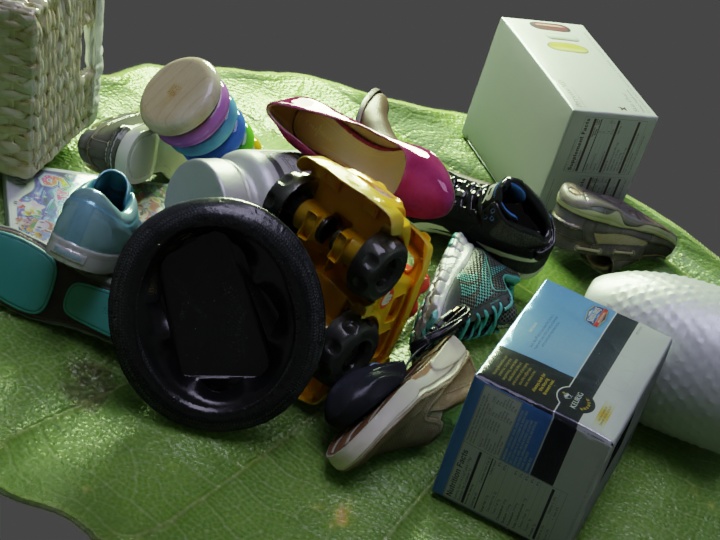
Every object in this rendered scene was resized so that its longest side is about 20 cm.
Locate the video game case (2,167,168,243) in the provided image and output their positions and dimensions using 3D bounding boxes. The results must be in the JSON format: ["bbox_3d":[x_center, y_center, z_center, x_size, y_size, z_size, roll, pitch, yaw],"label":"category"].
[{"bbox_3d":[-0.239,-0.047,1.777,0.199,0.018,0.144,7,34,-18],"label":"video game case"}]

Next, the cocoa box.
[{"bbox_3d":[0.168,0.123,1.617,0.131,0.134,0.200,25,32,12],"label":"cocoa box"}]

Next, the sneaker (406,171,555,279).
[{"bbox_3d":[0.109,-0.075,1.867,0.199,0.112,0.073,28,66,4],"label":"sneaker"}]

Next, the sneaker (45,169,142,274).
[{"bbox_3d":[-0.217,-0.048,1.647,0.074,0.082,0.200,26,8,0],"label":"sneaker"}]

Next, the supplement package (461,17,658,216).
[{"bbox_3d":[0.216,-0.162,2.063,0.110,0.156,0.200,1,36,-25],"label":"supplement package"}]

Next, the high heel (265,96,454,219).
[{"bbox_3d":[-0.001,-0.106,1.708,0.096,0.068,0.200,11,23,-46],"label":"high heel"}]

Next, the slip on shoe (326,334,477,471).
[{"bbox_3d":[0.044,0.127,1.620,0.061,0.076,0.200,53,37,-3],"label":"slip on shoe"}]

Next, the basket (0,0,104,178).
[{"bbox_3d":[-0.363,-0.215,1.790,0.199,0.199,0.161,14,34,8],"label":"basket"}]

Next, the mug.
[{"bbox_3d":[0.295,0.078,1.769,0.174,0.149,0.200,19,0,15],"label":"mug"}]

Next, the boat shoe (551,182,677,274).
[{"bbox_3d":[0.261,-0.037,1.979,0.199,0.074,0.074,17,15,-46],"label":"boat shoe"}]

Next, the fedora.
[{"bbox_3d":[-0.119,0.030,1.574,0.199,0.202,0.092,16,14,-5],"label":"fedora"}]

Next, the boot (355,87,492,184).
[{"bbox_3d":[0.080,-0.106,1.992,0.199,0.064,0.187,16,44,2],"label":"boot"}]

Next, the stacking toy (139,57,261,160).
[{"bbox_3d":[-0.132,-0.116,1.813,0.085,0.085,0.200,52,0,42],"label":"stacking toy"}]

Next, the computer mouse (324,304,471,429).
[{"bbox_3d":[0.032,0.076,1.632,0.034,0.059,0.200,53,45,-1],"label":"computer mouse"}]

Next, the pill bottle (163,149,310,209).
[{"bbox_3d":[-0.080,-0.058,1.767,0.199,0.114,0.113,-2,36,-42],"label":"pill bottle"}]

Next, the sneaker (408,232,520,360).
[{"bbox_3d":[0.107,0.034,1.786,0.091,0.078,0.200,24,33,2],"label":"sneaker"}]

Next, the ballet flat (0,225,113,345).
[{"bbox_3d":[-0.258,0.019,1.640,0.199,0.068,0.064,25,4,8],"label":"ballet flat"}]

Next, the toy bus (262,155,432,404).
[{"bbox_3d":[0.000,0.000,1.671,0.136,0.201,0.191,37,28,28],"label":"toy bus"}]

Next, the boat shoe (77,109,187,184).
[{"bbox_3d":[-0.212,-0.126,1.839,0.060,0.073,0.202,16,12,15],"label":"boat shoe"}]
